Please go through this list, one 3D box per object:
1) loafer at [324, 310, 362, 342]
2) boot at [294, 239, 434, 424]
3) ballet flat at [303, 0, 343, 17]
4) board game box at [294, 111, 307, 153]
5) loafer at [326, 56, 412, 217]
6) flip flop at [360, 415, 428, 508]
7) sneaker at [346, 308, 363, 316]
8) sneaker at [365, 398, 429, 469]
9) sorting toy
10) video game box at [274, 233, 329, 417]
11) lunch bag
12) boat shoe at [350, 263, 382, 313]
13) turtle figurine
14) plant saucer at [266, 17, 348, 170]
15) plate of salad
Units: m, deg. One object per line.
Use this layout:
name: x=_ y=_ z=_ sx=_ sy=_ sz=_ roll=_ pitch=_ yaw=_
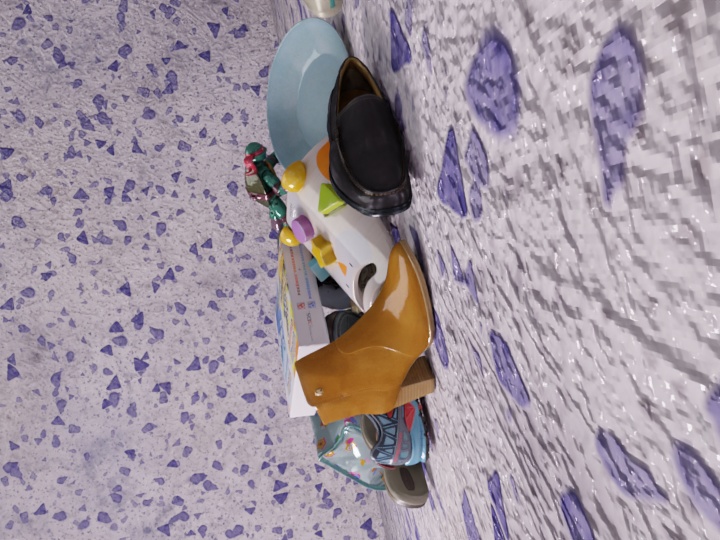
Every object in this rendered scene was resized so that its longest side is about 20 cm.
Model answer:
loafer: x=-0.010 y=0.117 z=0.812 sx=0.200 sy=0.062 sz=0.073 roll=48 pitch=-129 yaw=-50
boot: x=0.001 y=0.074 z=0.574 sx=0.071 sy=0.141 sz=0.205 roll=-114 pitch=12 yaw=-57
ballet flat: x=-0.057 y=-0.343 z=0.662 sx=0.202 sy=0.068 sz=0.070 roll=-109 pitch=8 yaw=-51
board game box: x=-0.067 y=-0.142 z=0.902 sx=0.200 sy=0.046 sz=0.154 roll=124 pitch=133 yaw=-78
loafer: x=0.001 y=-0.125 z=0.513 sx=0.202 sy=0.071 sz=0.073 roll=-110 pitch=14 yaw=-47
flip flop: x=0.054 y=0.266 z=0.853 sx=0.201 sy=0.079 sz=0.059 roll=-116 pitch=31 yaw=-61
sneaker: x=0.002 y=0.124 z=1.055 sx=0.201 sy=0.075 sz=0.077 roll=111 pitch=150 yaw=-60
sneaker: x=0.025 y=0.151 z=0.730 sx=0.080 sy=0.093 sz=0.204 roll=89 pitch=169 yaw=-65
sorting toy: x=-0.013 y=-0.031 z=0.670 sx=0.181 sy=0.105 sz=0.202 roll=56 pitch=153 yaw=31
video game box: x=-0.089 y=0.081 z=0.804 sx=0.202 sy=0.046 sz=0.185 roll=103 pitch=155 yaw=-50
lunch bag: x=0.008 y=0.316 z=1.091 sx=0.198 sy=0.123 sz=0.171 roll=34 pitch=-167 yaw=-24
boat shoe: x=0.000 y=0.000 z=0.824 sx=0.200 sy=0.061 sz=0.075 roll=-116 pitch=14 yaw=-67
turtle figurine: x=-0.139 y=-0.145 z=0.912 sx=0.151 sy=0.099 sz=0.203 roll=-115 pitch=9 yaw=-49
plant saucer: x=-0.060 y=-0.224 z=0.750 sx=0.199 sy=0.038 sz=0.206 roll=11 pitch=104 yaw=49
plate of salad: x=-0.063 y=-0.024 z=1.024 sx=0.048 sy=0.197 sz=0.204 roll=-36 pitch=58 yaw=37
